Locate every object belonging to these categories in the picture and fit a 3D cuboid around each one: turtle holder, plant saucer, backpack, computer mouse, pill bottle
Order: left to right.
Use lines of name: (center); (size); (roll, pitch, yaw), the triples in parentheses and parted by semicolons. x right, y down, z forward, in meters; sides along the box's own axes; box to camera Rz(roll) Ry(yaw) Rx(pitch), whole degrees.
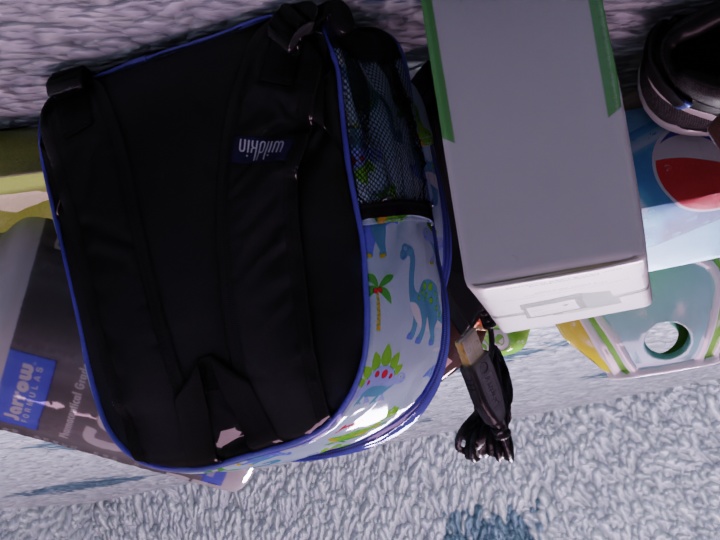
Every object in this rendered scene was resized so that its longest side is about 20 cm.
plant saucer: (-0.186, -0.048, 1.497); (0.199, 0.031, 0.200); (-9, 172, -1)
pill bottle: (-0.143, 0.037, 1.445); (0.199, 0.114, 0.114); (16, 169, -7)
backpack: (-0.042, -0.007, 1.318); (0.182, 0.201, 0.147); (-14, 170, 30)
computer mouse: (0.040, 0.002, 1.398); (0.046, 0.201, 0.141); (-11, -159, 6)
turtle holder: (0.174, 0.006, 1.830); (0.185, 0.132, 0.141); (-10, 180, -22)

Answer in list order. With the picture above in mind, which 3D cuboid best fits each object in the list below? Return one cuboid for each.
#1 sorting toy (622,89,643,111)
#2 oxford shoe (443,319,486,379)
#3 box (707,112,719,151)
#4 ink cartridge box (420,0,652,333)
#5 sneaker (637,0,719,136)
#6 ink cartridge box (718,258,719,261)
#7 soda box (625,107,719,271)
sorting toy: (0.196, -0.087, 1.543); (0.199, 0.037, 0.185); (-15, 172, 6)
oxford shoe: (0.031, 0.004, 1.605); (0.071, 0.073, 0.200); (27, -165, -14)
box: (0.307, -0.056, 1.275); (0.200, 0.166, 0.164); (0, 140, -46)
ink cartridge box: (0.086, -0.056, 1.307); (0.084, 0.147, 0.200); (-10, 173, 6)
sneaker: (0.241, -0.104, 1.380); (0.199, 0.073, 0.112); (-7, 174, 3)
ink cartridge box: (0.309, -0.053, 1.579); (0.200, 0.086, 0.146); (-34, 162, 20)
soda box: (0.176, -0.048, 1.460); (0.199, 0.064, 0.068); (-12, 149, -6)
